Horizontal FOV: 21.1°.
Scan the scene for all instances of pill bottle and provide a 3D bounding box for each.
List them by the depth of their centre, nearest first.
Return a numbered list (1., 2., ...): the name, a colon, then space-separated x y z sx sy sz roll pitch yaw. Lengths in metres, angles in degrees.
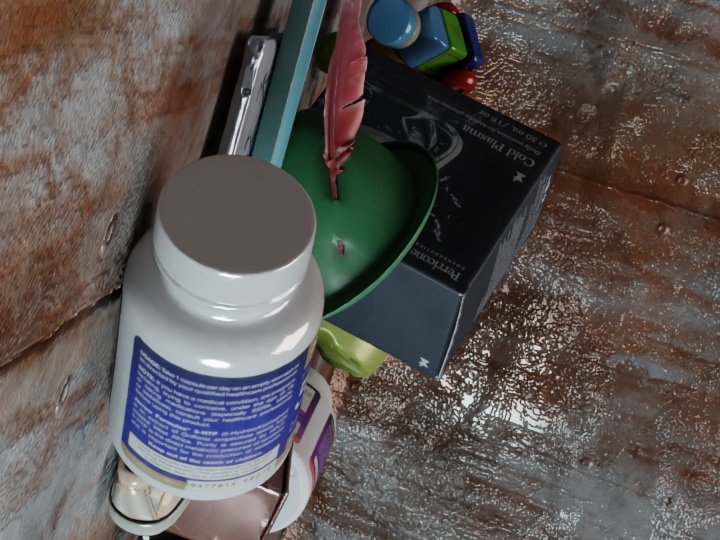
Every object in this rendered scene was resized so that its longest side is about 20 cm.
1. pill bottle: -0.084 0.033 1.137 0.201 0.119 0.120 105 5 -49
2. pill bottle: -0.085 0.166 1.907 0.200 0.111 0.112 -63 171 -68

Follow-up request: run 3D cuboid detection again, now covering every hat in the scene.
1. hat: -0.052 -0.091 1.401 0.176 0.165 0.201 48 61 -34

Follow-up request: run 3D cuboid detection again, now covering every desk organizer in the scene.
1. desk organizer: -0.124 0.208 1.440 0.072 0.076 0.201 -88 -159 -62

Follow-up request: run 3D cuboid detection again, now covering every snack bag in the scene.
1. snack bag: -0.086 -0.077 1.353 0.200 0.021 0.190 -57 164 -79

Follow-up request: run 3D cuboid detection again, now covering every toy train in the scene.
1. toy train: -0.001 -0.177 1.717 0.115 0.199 0.085 18 53 -53

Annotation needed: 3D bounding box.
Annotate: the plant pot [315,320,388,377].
1. plant pot: 0.000 0.000 1.970 0.185 0.199 0.200 -59 174 -11

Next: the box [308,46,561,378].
1. box: 0.031 -0.051 1.604 0.197 0.199 0.124 -55 167 -36

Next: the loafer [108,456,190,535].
1. loafer: -0.119 0.091 1.354 0.063 0.071 0.201 93 17 -51

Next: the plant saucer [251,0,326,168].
1. plant saucer: -0.056 -0.114 1.347 0.070 0.019 0.202 -63 168 -73
